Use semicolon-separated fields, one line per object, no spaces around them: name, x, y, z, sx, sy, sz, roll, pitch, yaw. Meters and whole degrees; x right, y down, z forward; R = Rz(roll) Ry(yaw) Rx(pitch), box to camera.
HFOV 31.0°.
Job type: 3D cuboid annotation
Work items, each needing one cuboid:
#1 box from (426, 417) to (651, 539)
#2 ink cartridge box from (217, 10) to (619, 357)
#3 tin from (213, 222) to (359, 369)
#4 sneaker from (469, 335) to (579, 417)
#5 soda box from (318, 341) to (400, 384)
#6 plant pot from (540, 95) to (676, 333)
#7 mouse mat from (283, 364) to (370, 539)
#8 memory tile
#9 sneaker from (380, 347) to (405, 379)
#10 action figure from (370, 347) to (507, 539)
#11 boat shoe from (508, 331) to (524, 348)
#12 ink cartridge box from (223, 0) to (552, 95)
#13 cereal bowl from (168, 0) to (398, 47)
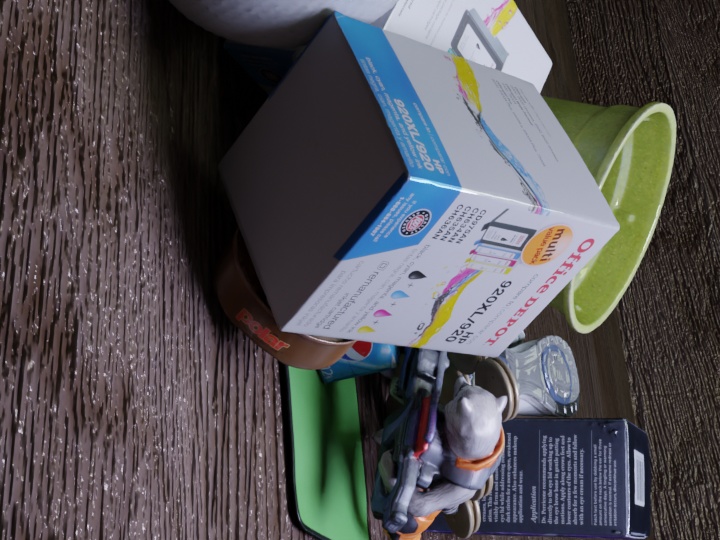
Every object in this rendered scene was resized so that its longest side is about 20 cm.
box;0.163;0.196;1.215;0.148;0.197;0.106;29;60;-66
ink cartridge box;0.039;-0.048;0.862;0.198;0.147;0.146;10;44;-40
tin;-0.033;-0.005;0.906;0.111;0.042;0.200;36;32;-2
sneaker;0.129;0.099;1.180;0.199;0.086;0.076;10;73;-45
soda box;0.000;0.000;1.057;0.201;0.063;0.068;-81;152;-56
plant pot;0.147;-0.074;1.121;0.200;0.183;0.202;-42;144;-41
mouse mat;-0.026;0.115;0.998;0.161;0.007;0.202;48;34;-60
memory tile;0.072;0.109;1.066;0.154;0.017;0.201;56;-31;37
sneaker;0.037;0.020;1.170;0.116;0.074;0.202;-48;124;-67
action figure;0.062;0.126;0.994;0.194;0.103;0.202;124;-17;-60
boat shoe;0.102;0.037;1.155;0.200;0.075;0.061;65;7;-73
ink cartridge box;0.028;-0.167;1.008;0.200;0.146;0.147;44;67;-48
cereal bowl;-0.047;-0.219;0.877;0.084;0.197;0.202;84;6;-50
